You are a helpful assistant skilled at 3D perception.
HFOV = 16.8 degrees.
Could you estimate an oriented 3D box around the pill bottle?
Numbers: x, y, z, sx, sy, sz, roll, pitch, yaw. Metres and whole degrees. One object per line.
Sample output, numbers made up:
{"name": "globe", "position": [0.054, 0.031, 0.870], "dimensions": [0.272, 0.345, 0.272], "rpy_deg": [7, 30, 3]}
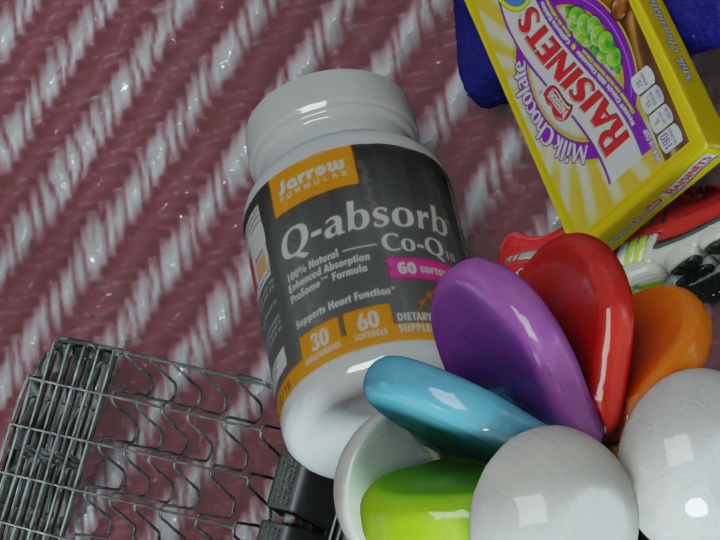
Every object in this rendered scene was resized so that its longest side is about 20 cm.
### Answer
{"name": "pill bottle", "position": [0.000, 0.000, 1.278], "dimensions": [0.116, 0.116, 0.201], "rpy_deg": [-22, 55, 14]}

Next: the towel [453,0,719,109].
{"name": "towel", "position": [0.131, -0.173, 1.281], "dimensions": [0.199, 0.049, 0.149], "rpy_deg": [-12, 77, 46]}

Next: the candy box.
{"name": "candy box", "position": [0.111, -0.116, 1.243], "dimensions": [0.102, 0.026, 0.201], "rpy_deg": [-44, 57, 39]}

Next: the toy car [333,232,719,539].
{"name": "toy car", "position": [0.082, 0.062, 1.121], "dimensions": [0.175, 0.199, 0.151], "rpy_deg": [7, 113, 59]}

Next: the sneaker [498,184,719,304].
{"name": "sneaker", "position": [0.158, -0.026, 1.262], "dimensions": [0.199, 0.077, 0.085], "rpy_deg": [-23, 63, 13]}

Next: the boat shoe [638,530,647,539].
{"name": "boat shoe", "position": [0.129, 0.140, 1.227], "dimensions": [0.057, 0.067, 0.200], "rpy_deg": [-48, 61, 7]}

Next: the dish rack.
{"name": "dish rack", "position": [-0.107, 0.120, 1.333], "dimensions": [0.199, 0.055, 0.154], "rpy_deg": [11, 77, 25]}
